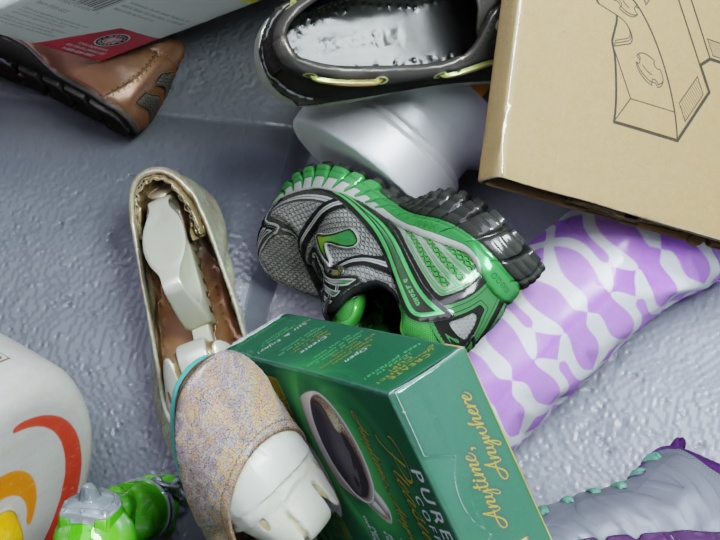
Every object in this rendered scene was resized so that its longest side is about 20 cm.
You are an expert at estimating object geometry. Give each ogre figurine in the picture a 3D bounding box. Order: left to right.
[{"bbox_3d":[-0.129,0.191,0.974,0.098,0.120,0.201,23,76,21],"label":"ogre figurine"}]

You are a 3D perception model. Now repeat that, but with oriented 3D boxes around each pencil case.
[{"bbox_3d":[0.094,0.036,1.003,0.200,0.084,0.086,-43,103,-2],"label":"pencil case"}]

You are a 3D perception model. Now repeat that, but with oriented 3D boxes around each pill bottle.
[{"bbox_3d":[0.060,-0.128,1.055,0.116,0.116,0.200,33,79,23],"label":"pill bottle"}]

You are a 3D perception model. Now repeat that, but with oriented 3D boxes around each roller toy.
[{"bbox_3d":[-0.229,0.110,0.993,0.139,0.200,0.183,25,71,21],"label":"roller toy"}]

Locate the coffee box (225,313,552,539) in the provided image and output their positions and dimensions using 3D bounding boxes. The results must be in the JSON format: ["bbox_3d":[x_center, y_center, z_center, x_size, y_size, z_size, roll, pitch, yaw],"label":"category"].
[{"bbox_3d":[0.012,0.088,0.923,0.044,0.200,0.124,-30,104,-20],"label":"coffee box"}]

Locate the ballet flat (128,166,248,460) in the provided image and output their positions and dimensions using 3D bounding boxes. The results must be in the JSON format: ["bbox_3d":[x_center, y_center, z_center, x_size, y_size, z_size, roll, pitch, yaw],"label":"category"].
[{"bbox_3d":[-0.092,0.035,1.058,0.067,0.062,0.201,-21,66,6],"label":"ballet flat"}]

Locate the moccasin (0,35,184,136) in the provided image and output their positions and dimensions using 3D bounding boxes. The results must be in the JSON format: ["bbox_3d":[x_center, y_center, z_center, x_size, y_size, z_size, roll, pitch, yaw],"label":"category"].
[{"bbox_3d":[-0.195,-0.154,1.151,0.200,0.074,0.078,25,77,21],"label":"moccasin"}]

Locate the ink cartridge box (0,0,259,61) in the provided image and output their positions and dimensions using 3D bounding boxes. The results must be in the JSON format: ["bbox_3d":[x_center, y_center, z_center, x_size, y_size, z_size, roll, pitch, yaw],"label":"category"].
[{"bbox_3d":[-0.095,-0.185,1.012,0.199,0.145,0.084,-17,80,20],"label":"ink cartridge box"}]

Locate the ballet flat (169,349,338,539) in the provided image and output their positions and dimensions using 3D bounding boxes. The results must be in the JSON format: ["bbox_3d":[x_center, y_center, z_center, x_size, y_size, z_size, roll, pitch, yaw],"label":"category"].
[{"bbox_3d":[-0.040,0.121,0.943,0.067,0.201,0.068,26,55,33],"label":"ballet flat"}]

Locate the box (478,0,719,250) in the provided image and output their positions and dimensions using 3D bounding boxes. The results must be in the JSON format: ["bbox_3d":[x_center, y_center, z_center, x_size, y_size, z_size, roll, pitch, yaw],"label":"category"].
[{"bbox_3d":[0.141,-0.121,0.961,0.163,0.021,0.202,14,78,-25],"label":"box"}]

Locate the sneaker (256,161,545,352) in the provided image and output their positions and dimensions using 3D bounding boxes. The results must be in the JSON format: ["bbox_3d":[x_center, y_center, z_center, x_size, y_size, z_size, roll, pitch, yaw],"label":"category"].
[{"bbox_3d":[0.000,0.000,0.999,0.085,0.078,0.200,-49,28,-18],"label":"sneaker"}]

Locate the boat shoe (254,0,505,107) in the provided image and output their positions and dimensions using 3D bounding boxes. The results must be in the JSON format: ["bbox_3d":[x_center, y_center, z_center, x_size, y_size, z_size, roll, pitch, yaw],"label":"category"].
[{"bbox_3d":[0.048,-0.125,0.964,0.200,0.061,0.072,-17,89,-10],"label":"boat shoe"}]

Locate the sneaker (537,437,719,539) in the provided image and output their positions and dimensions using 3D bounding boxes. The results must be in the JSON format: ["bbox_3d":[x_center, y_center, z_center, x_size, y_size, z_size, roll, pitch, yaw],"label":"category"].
[{"bbox_3d":[0.129,0.128,0.972,0.198,0.075,0.088,-3,52,4],"label":"sneaker"}]
